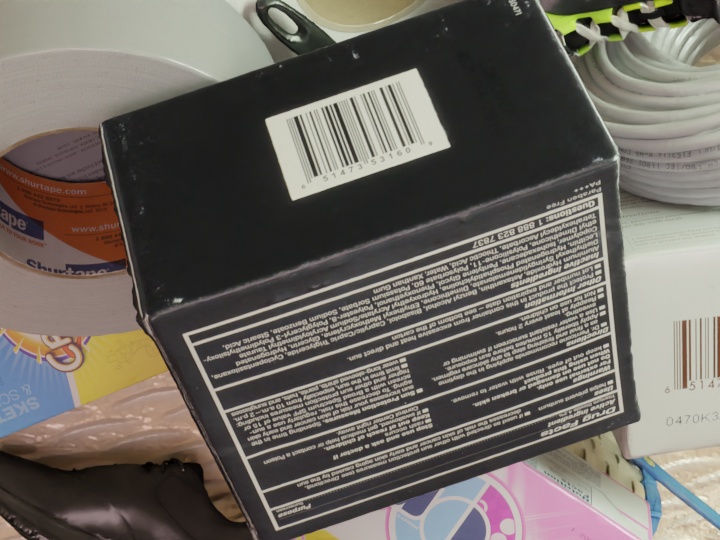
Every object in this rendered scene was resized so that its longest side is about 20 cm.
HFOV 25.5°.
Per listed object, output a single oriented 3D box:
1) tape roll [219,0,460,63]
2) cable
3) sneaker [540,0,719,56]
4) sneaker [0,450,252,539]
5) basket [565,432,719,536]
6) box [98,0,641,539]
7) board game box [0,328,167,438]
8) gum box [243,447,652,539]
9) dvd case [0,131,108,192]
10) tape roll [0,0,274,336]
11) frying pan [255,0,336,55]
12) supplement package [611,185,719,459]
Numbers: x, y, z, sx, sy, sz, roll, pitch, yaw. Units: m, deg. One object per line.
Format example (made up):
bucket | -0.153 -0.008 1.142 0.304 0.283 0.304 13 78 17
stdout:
tape roll | -0.007 -0.182 0.797 0.202 0.071 0.202 -22 139 -21
cable | 0.197 -0.120 0.824 0.200 0.200 0.069 -7 135 31
sneaker | 0.140 -0.145 0.775 0.200 0.072 0.083 -42 68 17
sneaker | -0.143 0.151 0.991 0.200 0.076 0.091 26 76 -1
basket | 0.125 0.172 0.974 0.176 0.139 0.200 -41 102 14
box | 0.010 0.004 0.721 0.200 0.123 0.198 -18 141 -1
board game box | -0.177 0.003 0.935 0.200 0.040 0.153 -23 113 6
gum box | 0.054 0.133 0.867 0.200 0.066 0.114 33 107 0
dvd case | -0.152 -0.088 0.792 0.150 0.025 0.200 -21 140 10
tape roll | -0.133 -0.054 0.763 0.200 0.066 0.200 -6 142 -4
frying pan | 0.008 -0.073 0.828 0.190 0.031 0.115 9 111 -32
supplement package | 0.176 0.000 0.869 0.117 0.200 0.117 -7 114 -1
